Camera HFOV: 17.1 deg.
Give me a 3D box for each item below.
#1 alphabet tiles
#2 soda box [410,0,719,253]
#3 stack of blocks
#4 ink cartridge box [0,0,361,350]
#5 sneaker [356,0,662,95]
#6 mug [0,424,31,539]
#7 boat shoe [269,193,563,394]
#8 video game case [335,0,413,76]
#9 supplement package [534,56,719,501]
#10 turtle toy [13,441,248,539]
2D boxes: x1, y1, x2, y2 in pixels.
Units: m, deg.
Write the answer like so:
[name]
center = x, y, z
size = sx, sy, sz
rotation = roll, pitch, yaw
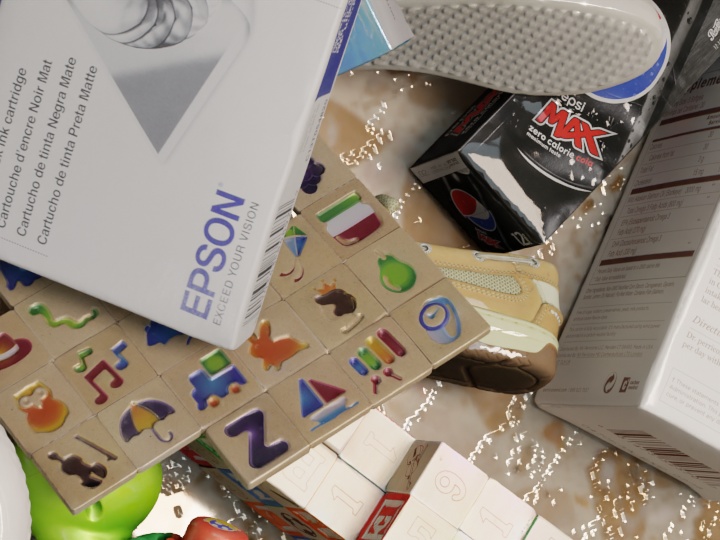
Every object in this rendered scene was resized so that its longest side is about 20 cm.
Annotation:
[alphabet tiles]
center = -0.071, 0.019, 1.056
size = 0.200, 0.008, 0.167
rotation = -32, 64, -20
[soda box]
center = 0.120, -0.098, 1.183
size = 0.063, 0.071, 0.200
rotation = 47, 71, -10
[stack of blocks]
center = 0.012, 0.109, 1.105
size = 0.200, 0.115, 0.059
rotation = 39, 74, -16
[ink cartridge box]
center = -0.111, -0.092, 1.016
size = 0.199, 0.041, 0.200
rotation = 21, 107, 8
[sneaker]
center = 0.044, -0.138, 1.122
size = 0.199, 0.074, 0.082
rotation = 8, 58, 4
[mug]
center = -0.212, 0.077, 0.981
size = 0.147, 0.175, 0.201
rotation = -6, 89, -23
[boat shoe]
center = 0.000, 0.000, 1.132
size = 0.199, 0.072, 0.076
rotation = 16, 68, -16
[video game case]
center = -0.104, -0.143, 1.048
size = 0.199, 0.045, 0.182
rotation = -23, 98, 17
[supplement package]
center = 0.192, 0.002, 1.184
size = 0.117, 0.117, 0.201
rotation = 29, 77, -18
[turtle toy]
center = -0.091, 0.153, 1.058
size = 0.200, 0.146, 0.101
rotation = 53, 50, -7
